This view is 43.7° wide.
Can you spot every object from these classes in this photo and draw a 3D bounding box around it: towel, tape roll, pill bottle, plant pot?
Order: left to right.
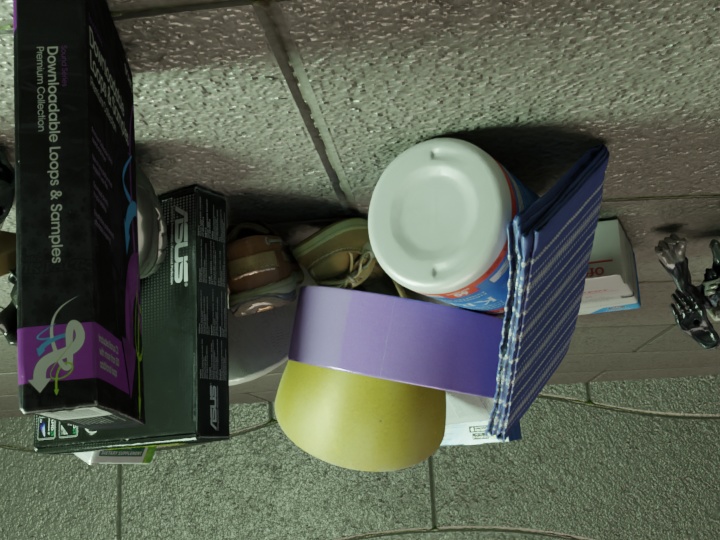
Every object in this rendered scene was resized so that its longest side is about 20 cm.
[{"bbox_3d":[0.010,0.100,0.991,0.196,0.144,0.201,8,-152,-4],"label":"plant pot"},{"bbox_3d":[0.038,0.064,0.784,0.196,0.067,0.200,11,175,1],"label":"tape roll"},{"bbox_3d":[0.096,-0.024,0.711,0.111,0.114,0.199,-9,166,27],"label":"pill bottle"},{"bbox_3d":[0.141,0.017,0.686,0.024,0.203,0.145,23,-139,27],"label":"towel"}]

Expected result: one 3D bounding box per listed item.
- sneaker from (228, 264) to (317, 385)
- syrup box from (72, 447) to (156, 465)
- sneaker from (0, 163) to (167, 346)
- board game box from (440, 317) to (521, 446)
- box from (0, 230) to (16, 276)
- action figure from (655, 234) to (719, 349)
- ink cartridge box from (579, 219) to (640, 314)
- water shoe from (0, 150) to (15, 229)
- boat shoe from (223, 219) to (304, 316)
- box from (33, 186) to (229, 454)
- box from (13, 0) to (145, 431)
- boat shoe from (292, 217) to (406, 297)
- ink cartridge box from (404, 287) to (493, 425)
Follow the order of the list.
[{"bbox_3d":[-0.091,0.064,0.914,0.199,0.075,0.089,-39,169,-40],"label":"sneaker"},{"bbox_3d":[-0.213,0.071,0.840,0.081,0.203,0.078,22,-178,31],"label":"syrup box"},{"bbox_3d":[-0.211,-0.002,0.668,0.090,0.076,0.201,-23,157,-49],"label":"sneaker"},{"bbox_3d":[0.104,0.127,1.180,0.197,0.203,0.043,-11,171,34],"label":"board game box"},{"bbox_3d":[-0.340,-0.012,0.636,0.160,0.022,0.200,9,-169,4],"label":"box"},{"bbox_3d":[0.368,0.004,0.910,0.117,0.104,0.200,-17,-171,26],"label":"action figure"},{"bbox_3d":[0.224,-0.001,0.940,0.114,0.069,0.200,-8,167,21],"label":"ink cartridge box"},{"bbox_3d":[-0.327,-0.063,0.582,0.197,0.072,0.079,0,148,-39],"label":"water shoe"},{"bbox_3d":[-0.093,-0.012,0.825,0.074,0.073,0.200,-16,-172,-7],"label":"boat shoe"},{"bbox_3d":[-0.196,0.048,0.760,0.191,0.204,0.047,-10,165,33],"label":"box"},{"bbox_3d":[-0.131,-0.030,0.432,0.035,0.204,0.143,-5,169,-7],"label":"box"},{"bbox_3d":[-0.002,0.001,0.865,0.072,0.064,0.200,-29,163,10],"label":"boat shoe"},{"bbox_3d":[0.088,0.093,1.076,0.040,0.201,0.199,-37,-171,-34],"label":"ink cartridge box"}]
